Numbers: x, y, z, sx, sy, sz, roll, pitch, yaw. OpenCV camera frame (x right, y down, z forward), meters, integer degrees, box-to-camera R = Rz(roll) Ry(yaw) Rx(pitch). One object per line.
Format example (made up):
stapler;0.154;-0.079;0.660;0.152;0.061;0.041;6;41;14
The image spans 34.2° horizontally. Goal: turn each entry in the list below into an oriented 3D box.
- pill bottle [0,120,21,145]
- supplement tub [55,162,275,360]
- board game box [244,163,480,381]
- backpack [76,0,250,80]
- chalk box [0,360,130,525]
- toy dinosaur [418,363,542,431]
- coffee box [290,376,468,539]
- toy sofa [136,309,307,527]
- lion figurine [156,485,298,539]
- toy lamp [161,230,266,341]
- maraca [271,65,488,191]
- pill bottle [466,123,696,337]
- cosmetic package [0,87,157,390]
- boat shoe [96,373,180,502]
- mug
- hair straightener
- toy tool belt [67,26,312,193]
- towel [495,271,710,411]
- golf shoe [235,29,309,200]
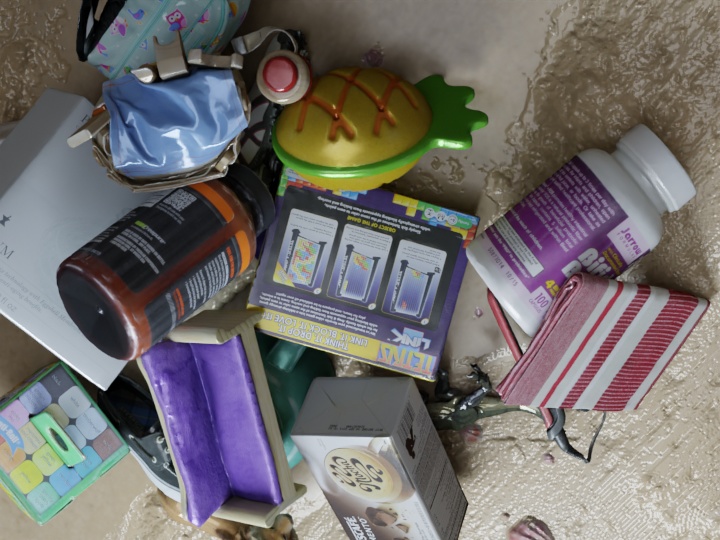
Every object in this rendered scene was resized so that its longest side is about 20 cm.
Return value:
pill bottle;-0.335;-0.050;1.220;0.112;0.113;0.202;-3;109;15
supplement tub;-0.166;-0.016;1.048;0.106;0.200;0.108;30;142;27
board game box;0.000;0.000;1.142;0.198;0.057;0.167;16;94;-1
backpack;-0.175;-0.247;1.092;0.126;0.167;0.200;38;120;-7
chalk box;-0.335;0.182;1.241;0.124;0.200;0.125;-39;98;-21
toy dinosaur;0.103;0.134;1.210;0.198;0.048;0.089;-7;125;15
coffee box;0.024;0.203;1.189;0.112;0.080;0.201;-2;132;27
toy sofa;-0.129;0.143;1.108;0.082;0.097;0.202;0;110;40
lion figurine;-0.156;0.263;1.280;0.198;0.123;0.073;13;112;10
toy lamp;-0.131;0.013;1.223;0.199;0.058;0.058;-37;97;24
maraca;0.016;-0.134;1.079;0.198;0.138;0.108;-11;136;-7
pill bottle;0.204;-0.039;1.076;0.200;0.112;0.113;-40;96;8
cosmetic package;-0.272;-0.032;1.124;0.199;0.123;0.201;44;76;-32
boat shoe;-0.216;0.182;1.266;0.199;0.069;0.057;33;144;23
mug;-0.110;0.124;1.223;0.150;0.114;0.187;3;110;13
hair straightener;0.196;0.095;1.165;0.076;0.041;0.202;-24;92;6
toy tool belt;-0.141;-0.140;0.995;0.198;0.123;0.126;-19;93;7
towel;0.230;0.070;1.099;0.145;0.199;0.023;-60;45;23
golf shoe;-0.107;-0.144;1.152;0.087;0.077;0.202;22;113;14
